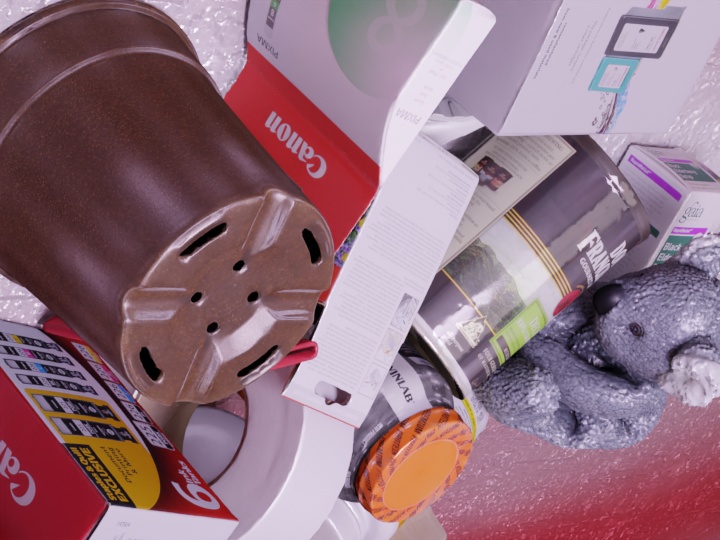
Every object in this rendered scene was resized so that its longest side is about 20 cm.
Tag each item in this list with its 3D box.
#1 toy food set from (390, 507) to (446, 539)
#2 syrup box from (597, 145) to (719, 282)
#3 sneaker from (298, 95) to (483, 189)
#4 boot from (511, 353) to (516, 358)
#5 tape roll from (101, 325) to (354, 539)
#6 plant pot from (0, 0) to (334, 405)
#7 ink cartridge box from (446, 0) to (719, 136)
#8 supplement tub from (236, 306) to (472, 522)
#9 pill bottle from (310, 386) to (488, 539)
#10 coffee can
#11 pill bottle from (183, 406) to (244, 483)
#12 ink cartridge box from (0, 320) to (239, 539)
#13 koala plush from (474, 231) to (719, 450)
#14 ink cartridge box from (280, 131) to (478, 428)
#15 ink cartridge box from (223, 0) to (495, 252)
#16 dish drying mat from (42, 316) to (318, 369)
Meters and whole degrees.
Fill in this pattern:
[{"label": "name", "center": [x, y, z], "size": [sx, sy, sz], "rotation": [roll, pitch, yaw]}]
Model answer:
[{"label": "toy food set", "center": [0.026, 0.212, 1.692], "size": [0.143, 0.060, 0.200], "rotation": [-27, 142, -26]}, {"label": "syrup box", "center": [0.246, -0.011, 1.680], "size": [0.079, 0.081, 0.200], "rotation": [-1, 127, -48]}, {"label": "sneaker", "center": [0.017, -0.106, 1.349], "size": [0.200, 0.076, 0.081], "rotation": [-15, 144, -27]}, {"label": "boot", "center": [0.111, 0.081, 1.633], "size": [0.200, 0.107, 0.075], "rotation": [31, 61, -32]}, {"label": "tape roll", "center": [-0.105, 0.115, 1.321], "size": [0.203, 0.202, 0.071], "rotation": [-51, 145, 7]}, {"label": "plant pot", "center": [-0.132, -0.033, 1.130], "size": [0.200, 0.198, 0.201], "rotation": [-25, 138, -25]}, {"label": "ink cartridge box", "center": [0.144, -0.193, 1.318], "size": [0.200, 0.147, 0.146], "rotation": [-5, 128, -46]}, {"label": "supplement tub", "center": [-0.014, 0.089, 1.393], "size": [0.122, 0.200, 0.123], "rotation": [-29, 142, -25]}, {"label": "pill bottle", "center": [0.013, 0.152, 1.526], "size": [0.200, 0.109, 0.109], "rotation": [-45, 152, -37]}, {"label": "coffee can", "center": [0.107, -0.017, 1.463], "size": [0.200, 0.146, 0.146], "rotation": [-41, 146, -7]}, {"label": "pill bottle", "center": [-0.130, 0.213, 1.477], "size": [0.114, 0.114, 0.200], "rotation": [-26, 142, -27]}, {"label": "ink cartridge box", "center": [-0.208, 0.123, 1.216], "size": [0.084, 0.200, 0.175], "rotation": [-54, 146, 13]}, {"label": "koala plush", "center": [0.231, 0.053, 1.533], "size": [0.184, 0.178, 0.200], "rotation": [30, 142, -26]}, {"label": "ink cartridge box", "center": [0.000, 0.000, 1.277], "size": [0.109, 0.050, 0.200], "rotation": [30, 85, -55]}, {"label": "ink cartridge box", "center": [-0.026, -0.127, 1.189], "size": [0.200, 0.161, 0.050], "rotation": [-54, 144, 12]}, {"label": "dish drying mat", "center": [-0.123, 0.042, 1.242], "size": [0.077, 0.200, 0.018], "rotation": [-14, 107, -44]}]
